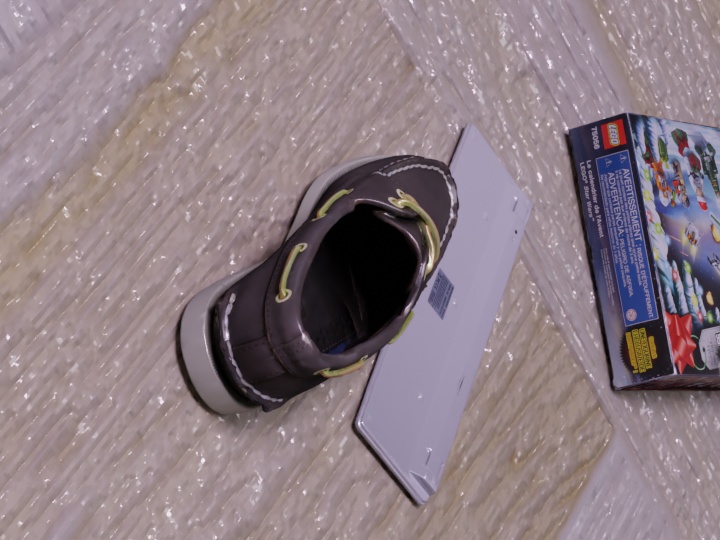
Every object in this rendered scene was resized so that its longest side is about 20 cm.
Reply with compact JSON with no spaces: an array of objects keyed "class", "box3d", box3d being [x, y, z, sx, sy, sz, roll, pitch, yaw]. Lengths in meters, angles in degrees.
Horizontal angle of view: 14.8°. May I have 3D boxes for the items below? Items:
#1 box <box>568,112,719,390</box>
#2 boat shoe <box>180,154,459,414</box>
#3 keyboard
[{"class":"box","box3d":[0.187,-0.006,1.467,0.200,0.040,0.137,3,75,-55]},{"class":"boat shoe","box3d":[0.000,0.000,1.180,0.201,0.060,0.072,-43,112,-53]},{"class":"keyboard","box3d":[0.040,0.016,1.278,0.056,0.011,0.200,47,42,-26]}]
